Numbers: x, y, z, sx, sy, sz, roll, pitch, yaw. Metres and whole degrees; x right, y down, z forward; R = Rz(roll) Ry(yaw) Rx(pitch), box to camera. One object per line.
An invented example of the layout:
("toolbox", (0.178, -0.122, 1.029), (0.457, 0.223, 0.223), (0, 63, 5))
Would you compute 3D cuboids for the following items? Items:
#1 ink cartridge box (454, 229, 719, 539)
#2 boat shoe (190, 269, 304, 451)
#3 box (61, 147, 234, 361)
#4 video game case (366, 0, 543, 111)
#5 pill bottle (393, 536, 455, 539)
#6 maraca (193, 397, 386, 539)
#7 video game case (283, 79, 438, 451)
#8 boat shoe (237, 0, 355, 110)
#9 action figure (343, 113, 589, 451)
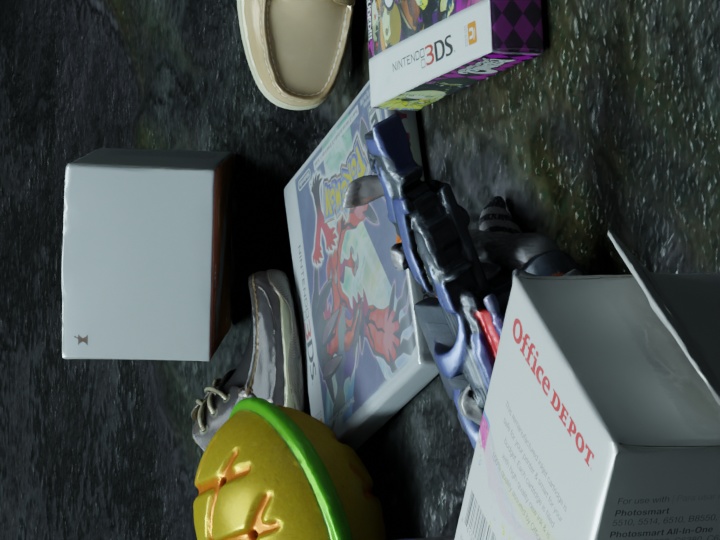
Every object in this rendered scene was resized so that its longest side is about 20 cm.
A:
("ink cartridge box", (0.127, 0.096, 1.277), (0.129, 0.125, 0.201), (-118, 33, -52))
("boat shoe", (-0.072, 0.100, 1.893), (0.074, 0.073, 0.201), (-98, 9, -86))
("box", (-0.137, -0.013, 1.973), (0.200, 0.097, 0.125), (-75, -13, -84))
("video game case", (0.046, -0.199, 1.631), (0.181, 0.036, 0.201), (164, 105, -69))
("pill bottle", (0.038, 0.195, 1.553), (0.200, 0.113, 0.115), (164, 105, -70))
("maraca", (-0.032, 0.164, 1.769), (0.200, 0.107, 0.137), (57, 153, 33))
("video game case", (0.000, 0.000, 1.787), (0.200, 0.023, 0.183), (133, 133, -63))
("boat shoe", (-0.031, -0.195, 1.792), (0.069, 0.073, 0.201), (-154, 65, -75))
("action figure", (0.063, -0.007, 1.498), (0.193, 0.104, 0.201), (32, 146, 62))
